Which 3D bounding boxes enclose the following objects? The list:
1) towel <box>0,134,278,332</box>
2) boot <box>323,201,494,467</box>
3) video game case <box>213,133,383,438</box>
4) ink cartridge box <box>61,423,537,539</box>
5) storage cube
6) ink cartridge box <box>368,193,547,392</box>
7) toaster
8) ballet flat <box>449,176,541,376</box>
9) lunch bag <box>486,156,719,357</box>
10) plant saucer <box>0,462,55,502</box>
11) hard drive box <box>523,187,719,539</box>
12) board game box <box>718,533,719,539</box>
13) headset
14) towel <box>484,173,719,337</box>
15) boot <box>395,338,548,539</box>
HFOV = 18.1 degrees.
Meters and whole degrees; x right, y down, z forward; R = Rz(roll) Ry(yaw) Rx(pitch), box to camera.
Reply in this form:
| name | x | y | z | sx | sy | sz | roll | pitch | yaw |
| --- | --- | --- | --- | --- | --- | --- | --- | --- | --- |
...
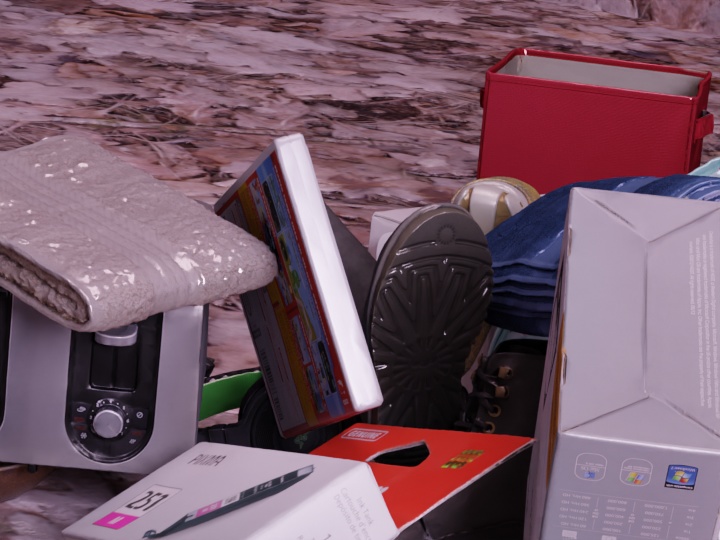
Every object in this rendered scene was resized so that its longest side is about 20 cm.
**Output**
| name | x | y | z | sx | sy | sz | roll | pitch | yaw |
| --- | --- | --- | --- | --- | --- | --- | --- | --- | --- |
| towel | -0.151 | -0.025 | 1.210 | 0.132 | 0.035 | 0.199 | -16 | 32 | -41 |
| boot | -0.002 | -0.001 | 1.271 | 0.072 | 0.183 | 0.200 | 0 | 33 | -21 |
| video game case | -0.037 | 0.014 | 1.222 | 0.017 | 0.144 | 0.200 | -16 | -4 | -14 |
| ink cartridge box | -0.034 | 0.106 | 1.095 | 0.173 | 0.044 | 0.200 | -33 | 13 | -23 |
| storage cube | 0.193 | -0.080 | 1.905 | 0.198 | 0.181 | 0.171 | 7 | 14 | 11 |
| ink cartridge box | 0.095 | 0.030 | 1.524 | 0.199 | 0.130 | 0.125 | -9 | 20 | -42 |
| toaster | -0.171 | 0.029 | 1.286 | 0.179 | 0.120 | 0.200 | 6 | 17 | -3 |
| ballet flat | 0.068 | -0.011 | 1.373 | 0.070 | 0.071 | 0.200 | 10 | 42 | 19 |
| lunch bag | 0.151 | 0.039 | 1.356 | 0.199 | 0.122 | 0.170 | -30 | -12 | -7 |
| plant saucer | -0.261 | 0.098 | 1.305 | 0.198 | 0.035 | 0.200 | 6 | 13 | -1 |
| hard drive box | 0.119 | 0.090 | 1.034 | 0.076 | 0.201 | 0.157 | 6 | 42 | 3 |
| board game box | 0.247 | 0.170 | 0.982 | 0.198 | 0.056 | 0.197 | 6 | 42 | 1 |
| headset | -0.029 | 0.097 | 1.374 | 0.198 | 0.095 | 0.124 | -7 | 14 | 16 |
| towel | 0.126 | -0.011 | 1.183 | 0.111 | 0.049 | 0.200 | -38 | 12 | -14 |
| boot | 0.043 | 0.101 | 1.189 | 0.199 | 0.140 | 0.077 | -4 | 16 | -33 |
